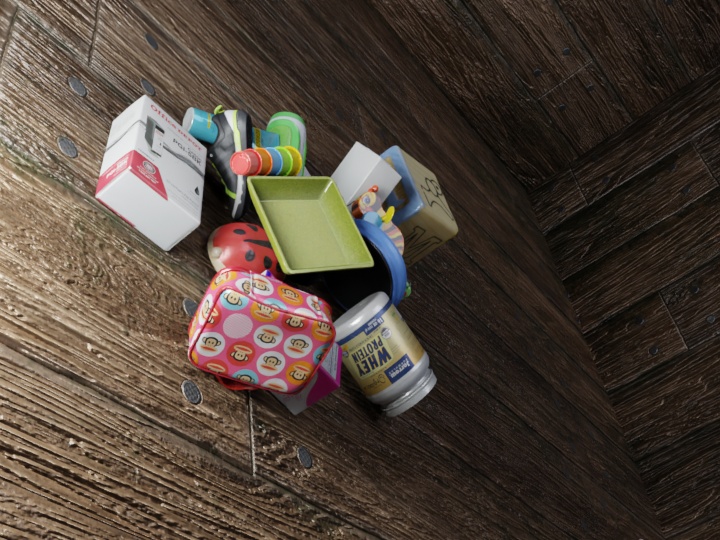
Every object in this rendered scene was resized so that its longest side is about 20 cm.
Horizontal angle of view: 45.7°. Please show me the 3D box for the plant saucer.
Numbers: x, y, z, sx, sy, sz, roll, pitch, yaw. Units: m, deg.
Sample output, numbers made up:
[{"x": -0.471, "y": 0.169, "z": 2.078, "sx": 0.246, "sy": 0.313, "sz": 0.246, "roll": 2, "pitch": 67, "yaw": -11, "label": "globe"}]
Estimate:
[{"x": -0.096, "y": -0.072, "z": 1.505, "sx": 0.197, "sy": 0.048, "sz": 0.203, "roll": -4, "pitch": 59, "yaw": -42, "label": "plant saucer"}]

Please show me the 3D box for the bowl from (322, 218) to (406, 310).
[{"x": 0.000, "y": 0.000, "z": 1.692, "sx": 0.039, "sy": 0.199, "sz": 0.203, "roll": -35, "pitch": 92, "yaw": -45, "label": "bowl"}]

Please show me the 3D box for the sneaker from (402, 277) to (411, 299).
[{"x": 0.039, "y": 0.010, "z": 1.764, "sx": 0.083, "sy": 0.198, "sz": 0.078, "roll": -24, "pitch": 115, "yaw": -34, "label": "sneaker"}]

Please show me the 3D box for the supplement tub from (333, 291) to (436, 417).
[{"x": 0.042, "y": 0.160, "z": 1.624, "sx": 0.202, "sy": 0.143, "sz": 0.144, "roll": 55, "pitch": 22, "yaw": -6, "label": "supplement tub"}]

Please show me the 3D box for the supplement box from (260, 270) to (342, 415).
[{"x": -0.127, "y": 0.118, "z": 1.371, "sx": 0.201, "sy": 0.100, "sz": 0.104, "roll": 49, "pitch": 22, "yaw": -23, "label": "supplement box"}]

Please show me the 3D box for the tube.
[{"x": -0.238, "y": -0.253, "z": 1.614, "sx": 0.197, "sy": 0.050, "sz": 0.079, "roll": 14, "pitch": 63, "yaw": -34, "label": "tube"}]

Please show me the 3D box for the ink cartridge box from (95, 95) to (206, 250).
[{"x": -0.322, "y": -0.156, "z": 1.340, "sx": 0.146, "sy": 0.082, "sz": 0.202, "roll": 41, "pitch": 28, "yaw": -35, "label": "ink cartridge box"}]

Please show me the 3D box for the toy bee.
[{"x": 0.025, "y": -0.115, "z": 1.726, "sx": 0.201, "sy": 0.129, "sz": 0.110, "roll": 53, "pitch": 57, "yaw": -31, "label": "toy bee"}]

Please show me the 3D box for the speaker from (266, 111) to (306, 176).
[{"x": -0.156, "y": -0.213, "z": 1.706, "sx": 0.088, "sy": 0.087, "sz": 0.204, "roll": 34, "pitch": 51, "yaw": -44, "label": "speaker"}]

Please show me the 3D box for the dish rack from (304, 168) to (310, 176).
[{"x": -0.154, "y": -0.205, "z": 1.828, "sx": 0.174, "sy": 0.043, "sz": 0.200, "roll": 59, "pitch": 22, "yaw": 1, "label": "dish rack"}]

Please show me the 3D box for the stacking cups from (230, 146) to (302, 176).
[{"x": -0.174, "y": -0.191, "z": 1.541, "sx": 0.061, "sy": 0.060, "sz": 0.199, "roll": 58, "pitch": 24, "yaw": 4, "label": "stacking cups"}]

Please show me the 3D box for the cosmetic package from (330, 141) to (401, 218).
[{"x": -0.019, "y": -0.157, "z": 1.812, "sx": 0.084, "sy": 0.201, "sz": 0.108, "roll": 36, "pitch": 4, "yaw": -41, "label": "cosmetic package"}]

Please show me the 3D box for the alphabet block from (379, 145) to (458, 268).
[{"x": 0.092, "y": -0.147, "z": 2.078, "sx": 0.199, "sy": 0.194, "sz": 0.199, "roll": 26, "pitch": 38, "yaw": -53, "label": "alphabet block"}]

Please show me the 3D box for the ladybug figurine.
[{"x": -0.186, "y": -0.026, "z": 1.474, "sx": 0.199, "sy": 0.071, "sz": 0.138, "roll": 4, "pitch": 57, "yaw": -64, "label": "ladybug figurine"}]

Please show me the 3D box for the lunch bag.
[{"x": -0.149, "y": 0.102, "z": 1.247, "sx": 0.197, "sy": 0.178, "sz": 0.082, "roll": 22, "pitch": 25, "yaw": -22, "label": "lunch bag"}]

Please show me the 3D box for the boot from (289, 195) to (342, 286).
[{"x": -0.107, "y": -0.052, "z": 1.660, "sx": 0.075, "sy": 0.199, "sz": 0.171, "roll": 24, "pitch": 68, "yaw": -19, "label": "boot"}]

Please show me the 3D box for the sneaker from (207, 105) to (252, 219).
[{"x": -0.241, "y": -0.197, "z": 1.562, "sx": 0.072, "sy": 0.081, "sz": 0.205, "roll": -45, "pitch": 136, "yaw": -83, "label": "sneaker"}]
